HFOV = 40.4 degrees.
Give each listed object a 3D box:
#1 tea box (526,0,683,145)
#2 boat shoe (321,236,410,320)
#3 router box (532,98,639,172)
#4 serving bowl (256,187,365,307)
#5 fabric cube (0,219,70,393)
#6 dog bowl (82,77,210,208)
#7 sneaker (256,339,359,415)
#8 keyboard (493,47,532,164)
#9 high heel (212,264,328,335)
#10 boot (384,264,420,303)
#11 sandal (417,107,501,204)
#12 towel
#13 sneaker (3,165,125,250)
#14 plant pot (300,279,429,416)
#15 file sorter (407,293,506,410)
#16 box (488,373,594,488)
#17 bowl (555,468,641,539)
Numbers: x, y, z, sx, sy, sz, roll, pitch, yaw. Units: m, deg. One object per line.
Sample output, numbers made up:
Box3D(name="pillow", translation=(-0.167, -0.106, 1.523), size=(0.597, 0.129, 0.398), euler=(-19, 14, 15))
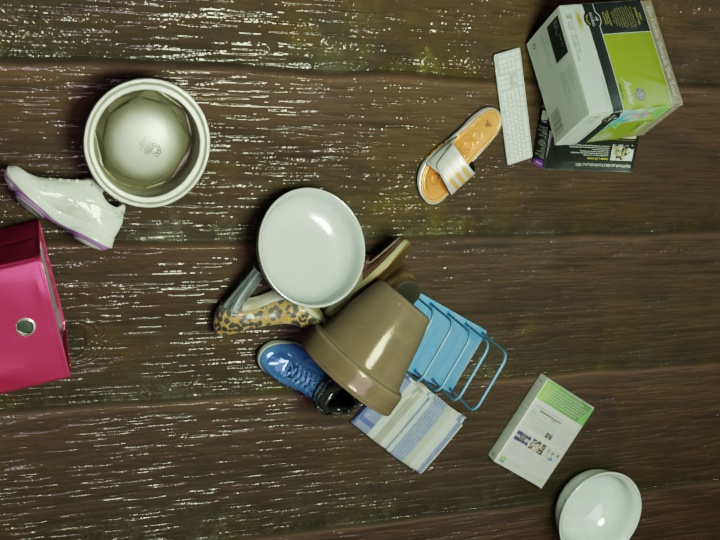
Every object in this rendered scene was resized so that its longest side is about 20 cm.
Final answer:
Box3D(name="tea box", translation=(0.420, -0.342, 1.693), size=(0.193, 0.134, 0.204), euler=(-8, 76, -18))
Box3D(name="boat shoe", translation=(0.000, 0.000, 1.730), size=(0.199, 0.072, 0.072), euler=(-42, 79, 12))
Box3D(name="router box", translation=(0.424, -0.263, 1.813), size=(0.196, 0.051, 0.152), euler=(0, 108, -20))
Box3D(name="serving bowl", translation=(-0.092, -0.035, 1.672), size=(0.196, 0.066, 0.205), euler=(4, 82, -25))
Box3D(name="fabric cube", translation=(-0.559, 0.061, 1.478), size=(0.195, 0.200, 0.200), euler=(-12, 112, -15))
Box3D(name="dog bowl", translation=(-0.339, -0.206, 1.543), size=(0.196, 0.074, 0.205), euler=(-6, 108, -19))
Box3D(name="sneaker", translation=(-0.087, 0.194, 1.740), size=(0.198, 0.111, 0.078), euler=(30, 96, -25))
Box3D(name="keyboard", translation=(0.277, -0.296, 1.773), size=(0.055, 0.011, 0.204), euler=(-16, 112, -14))
Box3D(name="high heel", translation=(-0.156, 0.092, 1.716), size=(0.199, 0.072, 0.143), euler=(35, 104, -28))
Box3D(name="boot", translation=(0.022, 0.070, 1.772), size=(0.199, 0.076, 0.073), euler=(-40, 126, 12))
Box3D(name="sandal", translation=(0.182, -0.206, 1.739), size=(0.079, 0.059, 0.207), euler=(41, 90, -25))
Box3D(name="towel", translation=(0.094, 0.289, 1.886), size=(0.199, 0.024, 0.148), euler=(38, 94, -24))
Box3D(name="sneaker", translation=(-0.463, -0.117, 1.539), size=(0.199, 0.074, 0.101), euler=(34, 75, -26))
Box3D(name="plant pot", translation=(0.024, 0.117, 1.665), size=(0.199, 0.200, 0.176), euler=(38, 91, -26))
Box3D(name="file sorter", translation=(0.149, 0.149, 1.802), size=(0.198, 0.123, 0.140), euler=(29, 95, -27))
Box3D(name="box", translation=(0.368, 0.328, 1.992), size=(0.143, 0.036, 0.202), euler=(31, 96, -25))
Box3D(name="bowl", translation=(0.484, 0.497, 2.056), size=(0.197, 0.090, 0.206), euler=(-6, 109, -17))
